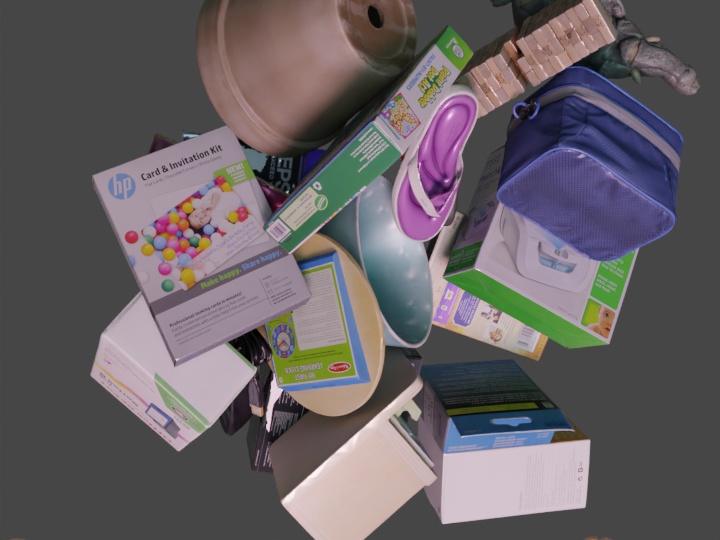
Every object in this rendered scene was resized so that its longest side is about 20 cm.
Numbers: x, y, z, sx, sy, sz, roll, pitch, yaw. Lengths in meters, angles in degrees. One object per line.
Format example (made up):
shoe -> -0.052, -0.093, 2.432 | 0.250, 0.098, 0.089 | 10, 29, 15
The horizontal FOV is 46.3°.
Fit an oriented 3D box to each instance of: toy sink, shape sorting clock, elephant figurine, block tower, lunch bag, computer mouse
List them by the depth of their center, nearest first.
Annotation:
block tower -> 0.176, -0.230, 0.901 | 0.198, 0.058, 0.054 | -24, 118, 40
shape sorting clock -> -0.047, 0.058, 0.910 | 0.039, 0.198, 0.205 | -11, 111, -45
lunch bag -> 0.244, -0.122, 0.916 | 0.198, 0.135, 0.134 | 30, 58, -19
toy sink -> 0.008, 0.202, 0.958 | 0.199, 0.130, 0.112 | -42, 109, -1
computer mouse -> -0.130, 0.130, 0.987 | 0.045, 0.141, 0.203 | -7, 126, -24
elephant figurine -> 0.278, -0.270, 0.994 | 0.198, 0.158, 0.141 | 20, 139, -42

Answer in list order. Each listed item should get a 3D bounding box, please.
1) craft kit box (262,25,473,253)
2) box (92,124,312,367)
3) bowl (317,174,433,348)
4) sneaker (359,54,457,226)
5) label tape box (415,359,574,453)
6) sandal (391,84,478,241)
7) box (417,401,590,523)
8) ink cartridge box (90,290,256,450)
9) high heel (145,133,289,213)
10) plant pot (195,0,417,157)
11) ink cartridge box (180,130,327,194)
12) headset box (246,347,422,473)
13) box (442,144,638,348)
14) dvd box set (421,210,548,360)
craft kit box -> 0.007, -0.131, 0.848 | 0.048, 0.199, 0.199 | 41, 137, -12
box -> -0.160, -0.029, 0.856 | 0.154, 0.041, 0.203 | -24, 82, -21
bowl -> 0.000, 0.000, 0.984 | 0.103, 0.201, 0.204 | -15, 111, 25
sneaker -> 0.054, -0.150, 1.003 | 0.106, 0.067, 0.206 | -8, 102, -12
label tape box -> 0.158, 0.179, 1.043 | 0.140, 0.200, 0.068 | -2, 108, -11
sandal -> 0.083, -0.105, 0.926 | 0.081, 0.050, 0.205 | -7, 133, -19
box -> 0.183, 0.248, 1.108 | 0.195, 0.124, 0.100 | -3, 106, -11
ink cartridge box -> -0.213, 0.111, 0.931 | 0.145, 0.200, 0.088 | 42, 64, -4
high heel -> -0.158, -0.069, 0.931 | 0.197, 0.067, 0.098 | 23, 88, -10
plant pot -> -0.040, -0.232, 0.862 | 0.198, 0.172, 0.205 | 8, 78, -44
ink cartridge box -> -0.124, -0.054, 1.004 | 0.196, 0.043, 0.203 | 5, 102, -14
headset box -> -0.029, 0.163, 1.056 | 0.196, 0.093, 0.178 | 9, 103, -14
box -> 0.226, -0.030, 1.025 | 0.198, 0.096, 0.179 | 28, 75, -14
dvd box set -> 0.171, 0.018, 1.092 | 0.196, 0.029, 0.149 | 18, 100, -15
